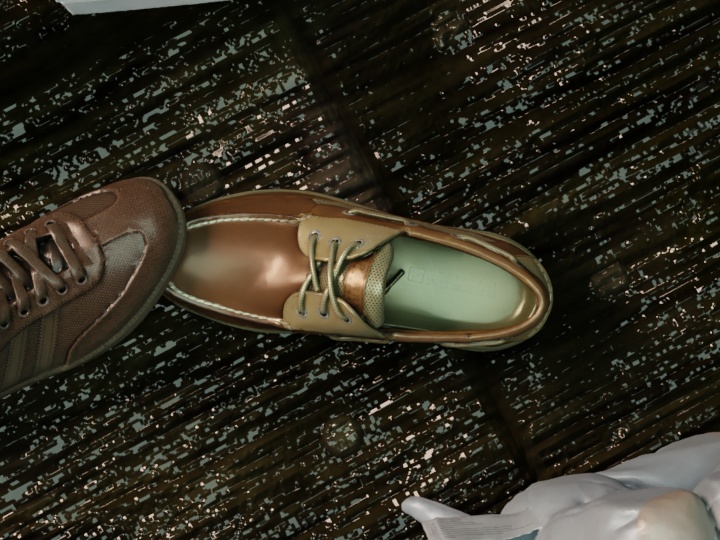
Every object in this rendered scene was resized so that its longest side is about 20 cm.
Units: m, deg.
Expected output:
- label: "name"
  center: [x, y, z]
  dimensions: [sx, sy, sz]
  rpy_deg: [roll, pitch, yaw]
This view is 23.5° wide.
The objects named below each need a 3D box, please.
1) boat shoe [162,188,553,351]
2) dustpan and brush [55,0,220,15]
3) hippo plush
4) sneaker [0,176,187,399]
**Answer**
- label: "boat shoe"
  center: [0.000, 0.000, 0.856]
  dimensions: [0.199, 0.074, 0.076]
  rpy_deg: [4, 92, -4]
- label: "dustpan and brush"
  center: [-0.117, -0.222, 0.831]
  dimensions: [0.139, 0.057, 0.200]
  rpy_deg: [-13, 64, -38]
- label: "hippo plush"
  center: [0.142, 0.179, 0.839]
  dimensions: [0.199, 0.159, 0.161]
  rpy_deg: [-12, 93, -6]
- label: "sneaker"
  center: [-0.172, 0.022, 0.822]
  dimensions: [0.200, 0.076, 0.071]
  rpy_deg: [-36, 76, 4]
